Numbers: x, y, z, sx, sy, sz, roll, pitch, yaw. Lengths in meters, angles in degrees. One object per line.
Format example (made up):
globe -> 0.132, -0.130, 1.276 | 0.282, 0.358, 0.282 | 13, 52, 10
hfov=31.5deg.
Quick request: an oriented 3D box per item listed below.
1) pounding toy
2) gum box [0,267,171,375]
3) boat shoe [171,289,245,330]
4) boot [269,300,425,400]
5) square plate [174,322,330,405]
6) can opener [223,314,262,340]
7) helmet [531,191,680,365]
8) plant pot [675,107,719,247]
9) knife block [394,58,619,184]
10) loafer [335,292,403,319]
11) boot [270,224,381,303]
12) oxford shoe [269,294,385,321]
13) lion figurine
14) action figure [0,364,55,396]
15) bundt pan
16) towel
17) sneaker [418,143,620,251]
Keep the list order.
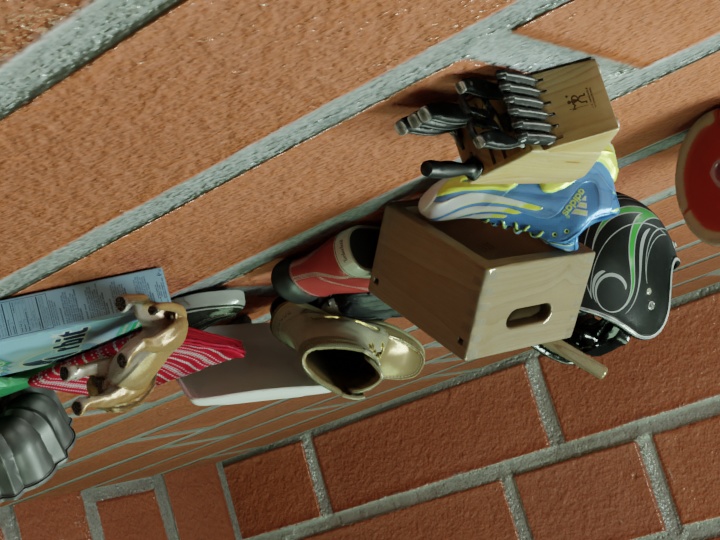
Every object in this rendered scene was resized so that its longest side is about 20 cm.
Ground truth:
pounding toy -> 0.143, 0.023, 1.318 | 0.200, 0.142, 0.184 | -8, -149, -38
gum box -> -0.307, 0.059, 1.304 | 0.200, 0.045, 0.170 | -12, 168, -23
boat shoe -> -0.222, 0.074, 1.461 | 0.200, 0.064, 0.071 | -17, 169, 4
boot -> 0.003, 0.103, 1.474 | 0.200, 0.072, 0.155 | 19, -171, -22
square plate -> -0.143, 0.114, 1.541 | 0.198, 0.029, 0.200 | -3, -159, -27
can opener -> -0.191, 0.101, 1.728 | 0.066, 0.053, 0.200 | -51, -167, -34
helmet -> 0.270, -0.003, 1.492 | 0.200, 0.191, 0.200 | 13, 153, 7
plant pot -> 0.441, -0.097, 1.329 | 0.177, 0.201, 0.200 | -1, 164, -24
knife block -> 0.113, -0.108, 1.047 | 0.175, 0.064, 0.200 | -15, 170, -5
loafer -> 0.069, 0.021, 1.504 | 0.200, 0.068, 0.070 | -5, 149, -10
boot -> 0.000, 0.000, 1.427 | 0.144, 0.073, 0.200 | -23, 162, 38
oxford shoe -> -0.017, 0.032, 1.553 | 0.200, 0.073, 0.084 | -22, 161, 13
lion figurine -> -0.217, 0.082, 1.256 | 0.200, 0.073, 0.122 | -37, 163, 34
action figure -> -0.404, 0.118, 1.437 | 0.200, 0.055, 0.118 | -18, 170, -31
bundt pan -> -0.438, 0.186, 1.482 | 0.201, 0.076, 0.202 | -8, -149, 4
towel -> -0.242, 0.104, 1.397 | 0.200, 0.023, 0.145 | -22, 157, 26
sneaker -> 0.161, -0.061, 1.246 | 0.200, 0.105, 0.076 | -18, 169, 5
